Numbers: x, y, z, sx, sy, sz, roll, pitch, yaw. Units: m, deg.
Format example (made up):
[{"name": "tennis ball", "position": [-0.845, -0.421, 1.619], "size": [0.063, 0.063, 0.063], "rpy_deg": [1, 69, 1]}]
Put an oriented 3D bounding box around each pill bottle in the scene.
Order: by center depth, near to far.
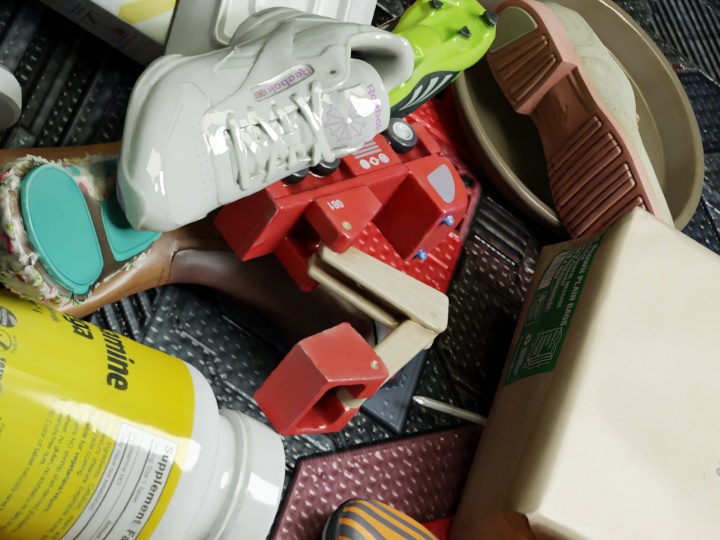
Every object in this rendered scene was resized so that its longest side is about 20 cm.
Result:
[{"name": "pill bottle", "position": [-0.141, 0.081, 1.269], "size": [0.199, 0.112, 0.113], "rpy_deg": [23, 51, -27]}]

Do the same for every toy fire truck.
[{"name": "toy fire truck", "position": [0.000, 0.000, 1.377], "size": [0.200, 0.049, 0.141], "rpy_deg": [-18, 64, -48]}]

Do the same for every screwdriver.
[{"name": "screwdriver", "position": [0.112, 0.103, 1.519], "size": [0.199, 0.028, 0.029], "rpy_deg": [16, 40, -33]}]

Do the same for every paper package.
[{"name": "paper package", "position": [0.168, 0.099, 1.483], "size": [0.190, 0.103, 0.201], "rpy_deg": [31, 65, -20]}]

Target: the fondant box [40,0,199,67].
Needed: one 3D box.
[{"name": "fondant box", "position": [-0.120, -0.203, 1.449], "size": [0.200, 0.058, 0.145], "rpy_deg": [31, 77, -12]}]

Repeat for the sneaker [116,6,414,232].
[{"name": "sneaker", "position": [-0.047, -0.080, 1.317], "size": [0.200, 0.099, 0.075], "rpy_deg": [-44, 132, -46]}]

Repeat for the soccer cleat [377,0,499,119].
[{"name": "soccer cleat", "position": [0.004, -0.107, 1.521], "size": [0.068, 0.081, 0.200], "rpy_deg": [49, 43, 14]}]

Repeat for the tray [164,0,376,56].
[{"name": "tray", "position": [-0.032, -0.188, 1.435], "size": [0.107, 0.022, 0.201], "rpy_deg": [17, 79, -15]}]

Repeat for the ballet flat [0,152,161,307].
[{"name": "ballet flat", "position": [-0.150, -0.017, 1.260], "size": [0.200, 0.064, 0.076], "rpy_deg": [-7, 85, -76]}]

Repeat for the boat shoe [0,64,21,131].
[{"name": "boat shoe", "position": [-0.259, -0.127, 1.331], "size": [0.199, 0.074, 0.066], "rpy_deg": [21, 57, -29]}]

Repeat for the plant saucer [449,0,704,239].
[{"name": "plant saucer", "position": [0.132, -0.098, 1.661], "size": [0.199, 0.029, 0.201], "rpy_deg": [19, 53, -28]}]

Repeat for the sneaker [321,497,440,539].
[{"name": "sneaker", "position": [0.079, 0.177, 1.387], "size": [0.200, 0.112, 0.078], "rpy_deg": [41, 45, -11]}]

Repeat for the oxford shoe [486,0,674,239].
[{"name": "oxford shoe", "position": [0.150, -0.079, 1.596], "size": [0.074, 0.071, 0.201], "rpy_deg": [-9, 70, -45]}]

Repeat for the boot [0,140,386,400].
[{"name": "boot", "position": [-0.097, 0.003, 1.386], "size": [0.199, 0.068, 0.189], "rpy_deg": [-14, 73, -42]}]
